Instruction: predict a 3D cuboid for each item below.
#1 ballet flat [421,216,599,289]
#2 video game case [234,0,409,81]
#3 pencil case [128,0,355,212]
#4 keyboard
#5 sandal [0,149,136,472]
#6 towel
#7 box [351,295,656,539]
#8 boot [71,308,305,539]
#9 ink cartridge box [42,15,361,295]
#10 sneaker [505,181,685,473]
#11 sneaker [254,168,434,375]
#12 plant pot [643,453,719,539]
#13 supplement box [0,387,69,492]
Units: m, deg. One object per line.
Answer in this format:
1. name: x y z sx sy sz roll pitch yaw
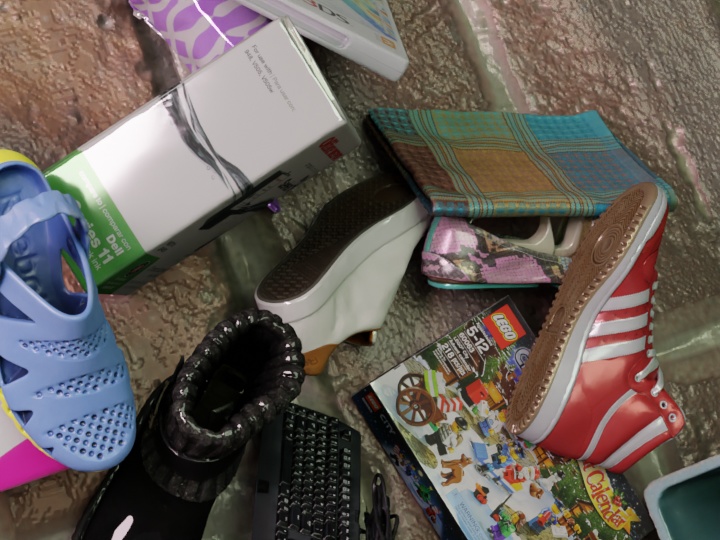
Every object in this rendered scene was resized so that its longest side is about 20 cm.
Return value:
1. ballet flat: 0.135 -0.015 1.408 0.199 0.069 0.072 6 99 -29
2. video game case: -0.059 -0.221 1.362 0.182 0.022 0.200 25 24 -23
3. pencil case: -0.088 -0.147 1.374 0.085 0.084 0.200 -37 86 7
4. keyboard: -0.017 0.151 1.264 0.104 0.040 0.200 24 30 -14
5. sandal: -0.181 0.027 1.131 0.079 0.087 0.201 -26 104 -26
6. towel: 0.118 -0.081 1.419 0.199 0.022 0.147 -1 32 -23
7. box: 0.103 0.137 1.377 0.136 0.038 0.201 -31 86 -28
8. boot: -0.114 0.134 1.219 0.079 0.158 0.212 24 64 -17
9. ink cartridge box: -0.104 -0.070 1.259 0.199 0.147 0.083 -33 86 3
10. sneaker: 0.193 0.046 1.362 0.112 0.071 0.201 27 91 -16
11. sneaker: 0.000 0.000 1.378 0.200 0.073 0.085 -43 127 -36
12. plant pot: 0.364 0.197 1.381 0.199 0.196 0.197 -9 74 -48
13. supplement box: -0.261 0.088 1.194 0.199 0.103 0.102 -17 100 -28
